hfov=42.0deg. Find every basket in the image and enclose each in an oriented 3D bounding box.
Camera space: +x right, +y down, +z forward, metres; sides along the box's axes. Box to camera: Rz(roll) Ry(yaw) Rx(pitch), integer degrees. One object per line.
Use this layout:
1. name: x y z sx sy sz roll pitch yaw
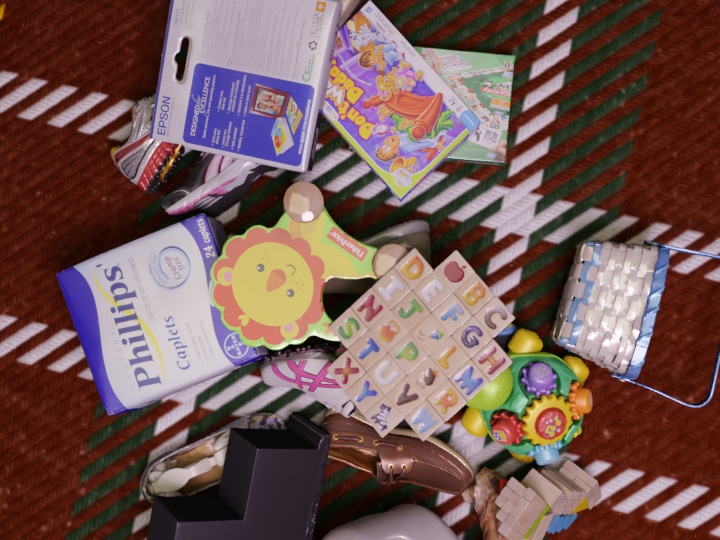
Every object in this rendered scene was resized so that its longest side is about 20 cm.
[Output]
1. basket: 0.336 0.047 1.100 0.197 0.139 0.179 18 90 11

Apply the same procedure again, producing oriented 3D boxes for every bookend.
1. bookend: -0.154 0.271 1.082 0.197 0.092 0.202 7 97 -34

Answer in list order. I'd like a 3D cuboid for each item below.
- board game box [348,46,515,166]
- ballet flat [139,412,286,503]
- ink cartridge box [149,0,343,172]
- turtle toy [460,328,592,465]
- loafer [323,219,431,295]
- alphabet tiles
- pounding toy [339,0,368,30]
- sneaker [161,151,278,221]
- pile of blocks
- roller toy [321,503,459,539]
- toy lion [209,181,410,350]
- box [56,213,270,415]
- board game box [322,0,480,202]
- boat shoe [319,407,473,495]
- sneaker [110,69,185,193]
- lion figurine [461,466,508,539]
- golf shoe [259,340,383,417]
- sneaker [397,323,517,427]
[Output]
1. board game box: 0.090 -0.209 1.177 0.196 0.029 0.137 6 88 3
2. ballet flat: -0.183 0.237 1.155 0.198 0.072 0.073 -24 87 1
3. ink cartridge box: -0.135 -0.232 1.102 0.197 0.047 0.201 13 98 11
4. turtle toy: 0.188 0.151 1.097 0.198 0.101 0.147 29 98 -20
5. loafer: 0.000 0.000 1.151 0.197 0.075 0.071 -21 83 2
6. alphabet tiles: 0.065 0.081 1.041 0.200 0.006 0.167 -42 80 6
7. pounding toy: -0.051 -0.425 1.133 0.183 0.142 0.202 31 90 3
8. sneaker: -0.167 -0.140 1.173 0.199 0.080 0.087 -35 75 -7
9. pile of blocks: 0.207 0.270 1.101 0.062 0.198 0.083 35 109 39
10. roller toy: 0.030 0.371 1.070 0.138 0.199 0.186 -9 104 -35
11. toy lion: -0.066 0.013 1.081 0.199 0.069 0.193 33 87 -4
12. box: -0.237 0.055 1.145 0.197 0.105 0.187 -22 87 2
13. board game box: 0.031 -0.204 1.142 0.134 0.045 0.200 -43 87 1
14. boat shoe: 0.038 0.230 1.133 0.197 0.073 0.068 21 44 7
15. sneaker: -0.244 -0.202 1.168 0.081 0.078 0.202 31 90 4
16. lion figurine: 0.161 0.337 1.094 0.071 0.201 0.124 -10 122 9
17. golf shoe: -0.040 0.132 1.120 0.197 0.072 0.094 -8 89 34
18. sneaker: 0.106 0.121 1.154 0.198 0.071 0.083 -33 110 -2
